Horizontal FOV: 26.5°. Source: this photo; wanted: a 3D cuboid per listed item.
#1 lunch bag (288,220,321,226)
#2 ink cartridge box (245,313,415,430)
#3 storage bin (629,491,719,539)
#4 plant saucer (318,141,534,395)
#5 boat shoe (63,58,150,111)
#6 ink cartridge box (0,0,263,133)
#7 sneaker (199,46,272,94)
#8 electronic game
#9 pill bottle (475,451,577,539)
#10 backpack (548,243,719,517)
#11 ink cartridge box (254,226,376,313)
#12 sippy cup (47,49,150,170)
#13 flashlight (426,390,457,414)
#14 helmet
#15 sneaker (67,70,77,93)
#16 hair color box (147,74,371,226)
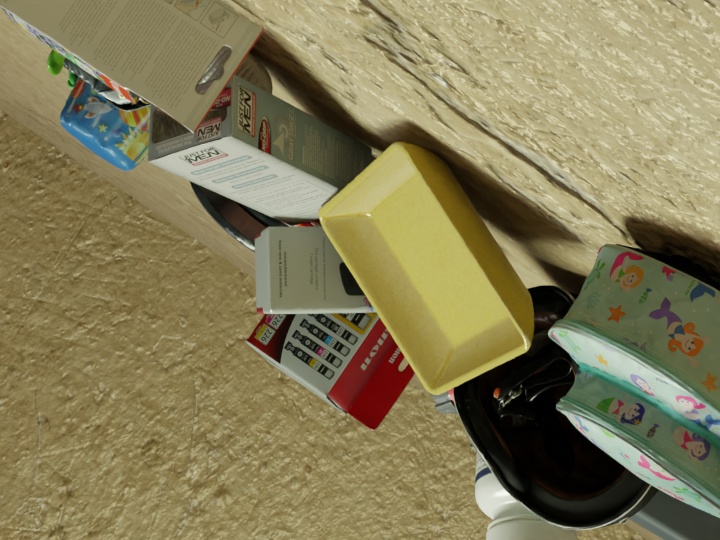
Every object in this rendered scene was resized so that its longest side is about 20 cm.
[{"bbox_3d":[-0.059,-0.091,1.598,0.175,0.083,0.200,28,173,24],"label":"lunch bag"},{"bbox_3d":[-0.004,0.057,1.812,0.175,0.201,0.084,31,172,26],"label":"ink cartridge box"},{"bbox_3d":[0.337,0.208,1.500,0.199,0.135,0.145,29,172,44],"label":"storage bin"},{"bbox_3d":[0.064,-0.005,1.323,0.201,0.048,0.200,57,153,1],"label":"plant saucer"},{"bbox_3d":[-0.199,-0.187,1.520,0.199,0.091,0.071,33,176,14],"label":"boat shoe"},{"bbox_3d":[-0.187,-0.205,1.265,0.199,0.110,0.050,34,173,6],"label":"ink cartridge box"},{"bbox_3d":[-0.146,-0.193,1.416,0.198,0.075,0.082,25,-161,31],"label":"sneaker"},{"bbox_3d":[-0.113,-0.076,1.756,0.199,0.042,0.201,31,-153,-18],"label":"electronic game"},{"bbox_3d":[0.174,0.193,1.526,0.118,0.202,0.120,4,153,2],"label":"pill bottle"},{"bbox_3d":[0.229,0.076,1.094,0.177,0.151,0.200,29,167,48],"label":"backpack"},{"bbox_3d":[0.000,0.000,1.504,0.197,0.084,0.146,-1,178,-9],"label":"ink cartridge box"},{"bbox_3d":[-0.248,-0.183,1.628,0.139,0.131,0.177,39,171,-39],"label":"sippy cup"},{"bbox_3d":[0.160,0.108,1.648,0.199,0.067,0.069,-19,98,44],"label":"flashlight"},{"bbox_3d":[0.194,0.129,1.387,0.191,0.201,0.199,43,170,-29],"label":"helmet"},{"bbox_3d":[-0.320,-0.236,1.875,0.083,0.075,0.199,34,165,-22],"label":"sneaker"},{"bbox_3d":[-0.086,-0.103,1.358,0.098,0.062,0.199,-13,158,34],"label":"hair color box"}]
